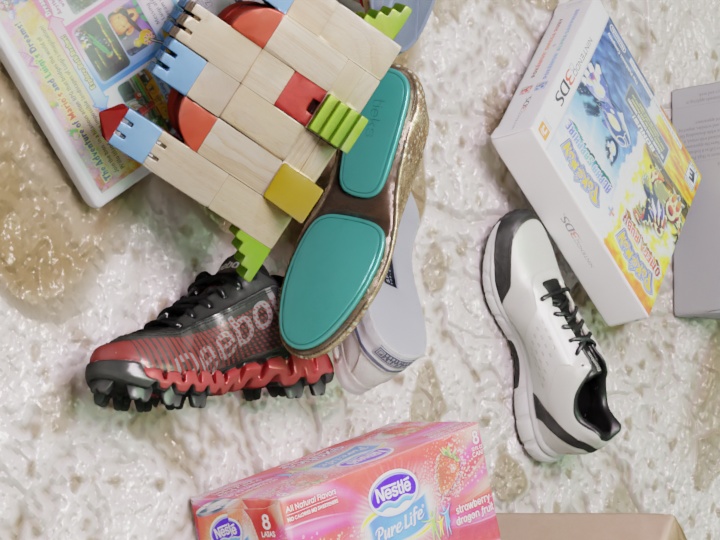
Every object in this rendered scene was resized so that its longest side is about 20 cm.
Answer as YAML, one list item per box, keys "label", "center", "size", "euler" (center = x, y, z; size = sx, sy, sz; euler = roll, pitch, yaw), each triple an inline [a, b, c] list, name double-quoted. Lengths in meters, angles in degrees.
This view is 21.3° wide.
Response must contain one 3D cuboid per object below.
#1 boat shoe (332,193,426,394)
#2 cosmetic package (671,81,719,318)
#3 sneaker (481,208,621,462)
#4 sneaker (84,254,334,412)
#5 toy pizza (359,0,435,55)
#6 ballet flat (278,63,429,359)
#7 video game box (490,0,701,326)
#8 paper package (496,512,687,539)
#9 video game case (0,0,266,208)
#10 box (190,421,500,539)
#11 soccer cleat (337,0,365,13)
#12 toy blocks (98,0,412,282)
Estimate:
- label: "boat shoe"
  center: [0.000, 0.000, 1.338]
  size: [0.071, 0.070, 0.201]
  euler: [24, 41, -32]
- label: "cosmetic package"
  center: [0.327, -0.061, 1.653]
  size: [0.074, 0.101, 0.202]
  euler: [5, 83, -43]
- label: "sneaker"
  center: [0.154, 0.048, 1.487]
  size: [0.073, 0.080, 0.202]
  euler: [-21, 99, -41]
- label: "sneaker"
  center: [-0.100, 0.040, 1.243]
  size: [0.199, 0.070, 0.099]
  euler: [-4, 89, -47]
- label: "toy pizza"
  center: [0.029, -0.247, 1.306]
  size: [0.200, 0.031, 0.202]
  euler: [12, 90, -76]
- label: "ballet flat"
  center: [0.003, -0.034, 1.253]
  size: [0.202, 0.070, 0.065]
  euler: [-69, 157, -5]
- label: "video game box"
  center: [0.195, -0.090, 1.546]
  size: [0.201, 0.047, 0.183]
  euler: [54, 45, -26]
- label: "paper package"
  center: [0.139, 0.273, 1.365]
  size: [0.104, 0.199, 0.192]
  euler: [47, 55, -31]
- label: "video game case"
  center: [-0.147, -0.173, 1.212]
  size: [0.181, 0.024, 0.201]
  euler: [-36, 113, -19]
- label: "box"
  center: [-0.006, 0.174, 1.304]
  size: [0.199, 0.094, 0.104]
  euler: [-15, 95, -44]
- label: "soccer cleat"
  center: [-0.071, -0.219, 1.286]
  size: [0.200, 0.085, 0.069]
  euler: [47, 56, -31]
- label: "toy blocks"
  center: [-0.074, -0.117, 1.201]
  size: [0.136, 0.100, 0.201]
  euler: [33, 92, -19]
